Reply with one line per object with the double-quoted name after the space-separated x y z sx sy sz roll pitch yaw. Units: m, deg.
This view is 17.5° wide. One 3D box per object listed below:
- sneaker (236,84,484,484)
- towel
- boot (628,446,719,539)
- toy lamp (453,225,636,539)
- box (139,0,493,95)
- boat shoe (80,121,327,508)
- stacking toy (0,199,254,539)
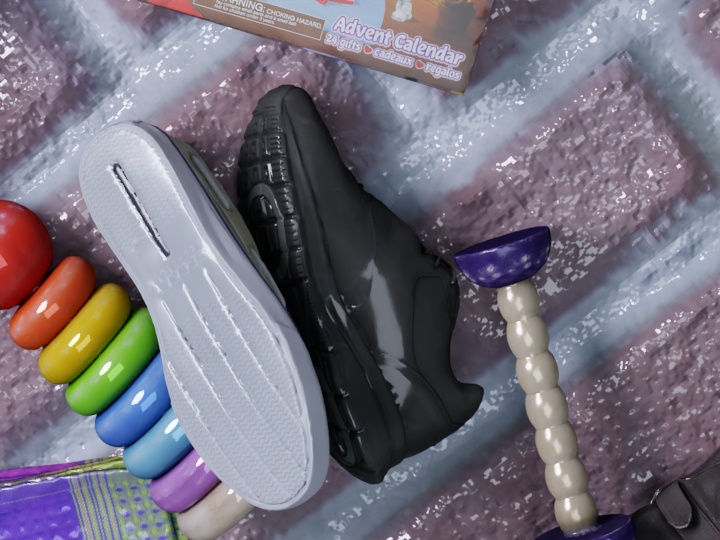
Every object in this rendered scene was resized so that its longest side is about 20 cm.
0.000 0.000 1.161 0.090 0.076 0.202 -22 103 -19 "sneaker"
-0.185 0.175 1.220 0.198 0.023 0.145 -9 107 -1 "towel"
0.223 0.146 1.171 0.174 0.200 0.069 -49 138 5 "boot"
0.096 0.082 1.173 0.058 0.058 0.202 -17 94 2 "toy lamp"
-0.025 -0.178 1.115 0.198 0.039 0.138 15 104 -8 "box"
-0.063 0.016 1.113 0.072 0.062 0.201 -30 80 27 "boat shoe"
-0.123 0.040 1.158 0.200 0.085 0.085 44 100 -10 "stacking toy"
